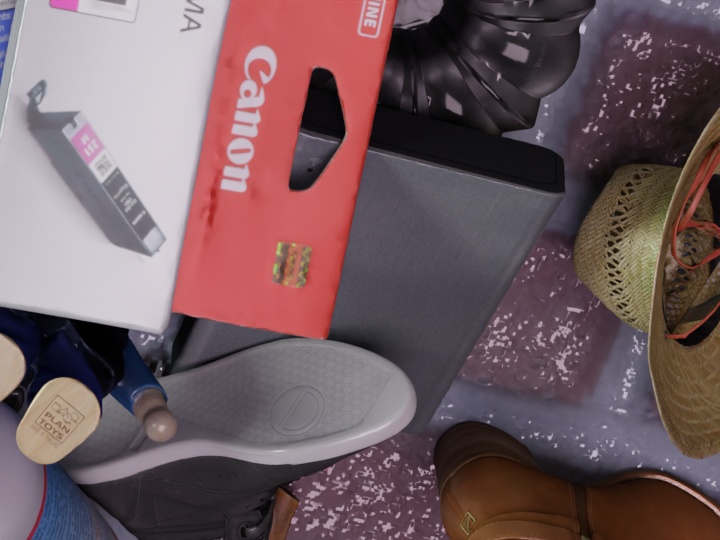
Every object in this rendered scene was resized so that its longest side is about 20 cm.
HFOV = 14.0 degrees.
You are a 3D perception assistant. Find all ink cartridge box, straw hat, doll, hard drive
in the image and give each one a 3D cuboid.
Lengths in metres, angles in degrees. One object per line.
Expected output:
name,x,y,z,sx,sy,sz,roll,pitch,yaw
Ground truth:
ink cartridge box,-0.076,-0.070,1.326,0.173,0.044,0.200,10,99,-12
straw hat,0.156,-0.010,1.491,0.085,0.201,0.201,14,119,30
doll,-0.143,0.038,1.403,0.136,0.200,0.049,33,103,-6
hard drive,0.000,0.000,1.456,0.139,0.033,0.200,13,138,-14

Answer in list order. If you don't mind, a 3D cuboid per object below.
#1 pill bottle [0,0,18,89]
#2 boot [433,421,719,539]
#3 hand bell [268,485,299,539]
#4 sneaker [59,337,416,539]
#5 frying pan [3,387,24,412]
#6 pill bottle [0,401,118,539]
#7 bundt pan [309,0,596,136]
pill bottle,-0.189,-0.147,1.357,0.112,0.112,0.200,-5,115,-8
boot,0.133,0.155,1.527,0.200,0.155,0.077,29,106,-21
hand bell,-0.098,0.198,1.561,0.104,0.104,0.200,37,91,-22
sneaker,-0.048,0.096,1.492,0.200,0.071,0.099,-12,138,24
frying pan,-0.238,0.148,1.533,0.190,0.031,0.115,-24,117,5
pill bottle,-0.192,0.122,1.421,0.109,0.109,0.200,-24,149,2
bundt pan,0.024,-0.132,1.422,0.201,0.076,0.202,-4,115,-9
